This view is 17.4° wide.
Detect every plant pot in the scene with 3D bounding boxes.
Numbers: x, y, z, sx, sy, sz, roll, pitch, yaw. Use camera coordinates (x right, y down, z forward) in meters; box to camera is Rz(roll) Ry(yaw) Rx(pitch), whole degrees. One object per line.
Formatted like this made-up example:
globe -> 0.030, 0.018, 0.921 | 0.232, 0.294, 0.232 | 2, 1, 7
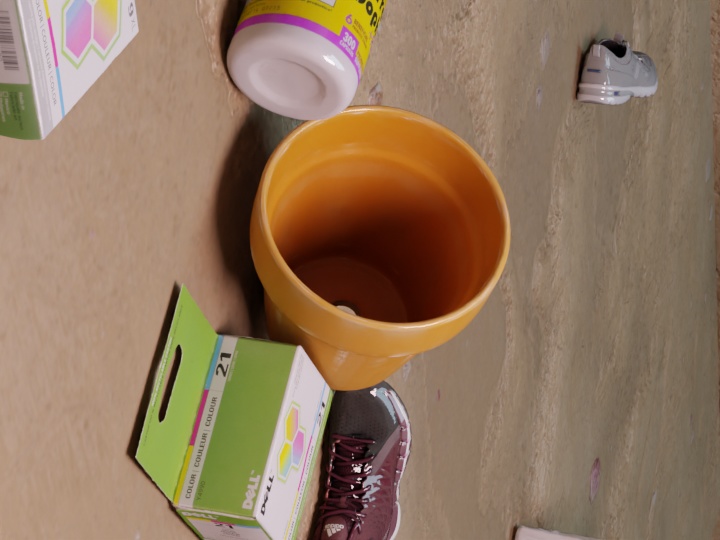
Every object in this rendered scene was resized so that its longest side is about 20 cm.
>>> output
plant pot -> 0.000, 0.000, 1.882 | 0.183, 0.199, 0.201 | 114, -5, -58

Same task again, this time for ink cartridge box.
ink cartridge box -> -0.095, 0.119, 1.811 | 0.200, 0.075, 0.148 | 62, 39, -62
ink cartridge box -> -0.186, -0.175, 1.453 | 0.200, 0.059, 0.104 | -58, 149, -52

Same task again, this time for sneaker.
sneaker -> 0.329, -0.259, 2.945 | 0.200, 0.074, 0.082 | -32, 129, -66
sneaker -> -0.005, 0.198, 2.121 | 0.116, 0.075, 0.201 | -54, 147, -50

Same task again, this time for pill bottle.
pill bottle -> -0.029, -0.224, 1.838 | 0.104, 0.104, 0.201 | 70, 33, -54

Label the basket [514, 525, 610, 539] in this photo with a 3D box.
basket -> 0.290, 0.409, 2.892 | 0.200, 0.197, 0.162 | 29, 72, -71
